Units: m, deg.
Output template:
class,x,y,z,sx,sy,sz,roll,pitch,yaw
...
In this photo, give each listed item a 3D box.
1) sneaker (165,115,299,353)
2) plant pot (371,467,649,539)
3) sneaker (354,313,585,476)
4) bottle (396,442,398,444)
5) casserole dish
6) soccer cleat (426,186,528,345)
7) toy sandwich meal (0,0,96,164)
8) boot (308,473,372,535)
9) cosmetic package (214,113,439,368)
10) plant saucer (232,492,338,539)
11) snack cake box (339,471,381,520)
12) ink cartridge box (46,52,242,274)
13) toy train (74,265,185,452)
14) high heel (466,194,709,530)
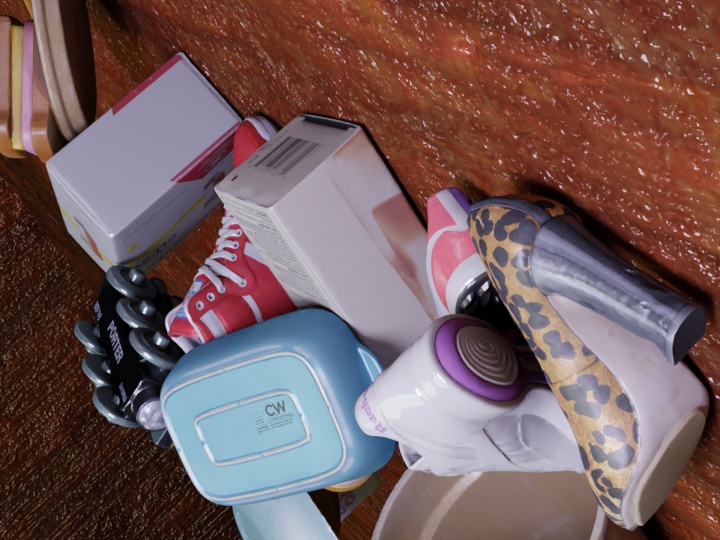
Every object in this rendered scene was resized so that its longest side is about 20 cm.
class,x,y,z,sx,sy,sz,roll,pitch,yaw
sneaker,-0.096,-0.013,1.009,0.071,0.111,0.202,146,114,-67
plant pot,0.135,0.225,0.966,0.183,0.201,0.200,44,170,-32
sneaker,0.080,0.083,0.807,0.199,0.099,0.075,23,-138,-40
bottle,-0.024,0.057,1.134,0.201,0.083,0.065,61,-177,20
casserole dish,-0.064,0.101,0.927,0.199,0.039,0.122,-20,97,37
soccer cleat,0.077,0.024,0.847,0.201,0.068,0.074,71,174,-60
toy sandwich meal,-0.262,-0.185,1.105,0.205,0.069,0.208,172,90,-88
boot,-0.030,0.154,1.049,0.201,0.070,0.145,41,149,54
cosmetic package,0.000,0.000,0.941,0.103,0.087,0.201,22,149,58
plant saucer,-0.052,0.219,1.041,0.201,0.038,0.202,50,159,27
snack cake box,-0.079,0.132,1.254,0.200,0.067,0.115,38,160,33
ink cartridge box,-0.178,-0.077,1.164,0.083,0.145,0.200,46,166,5
toy train,-0.161,0.072,1.105,0.113,0.086,0.200,26,-164,-30
high heel,0.116,0.050,0.746,0.142,0.071,0.201,36,148,33
